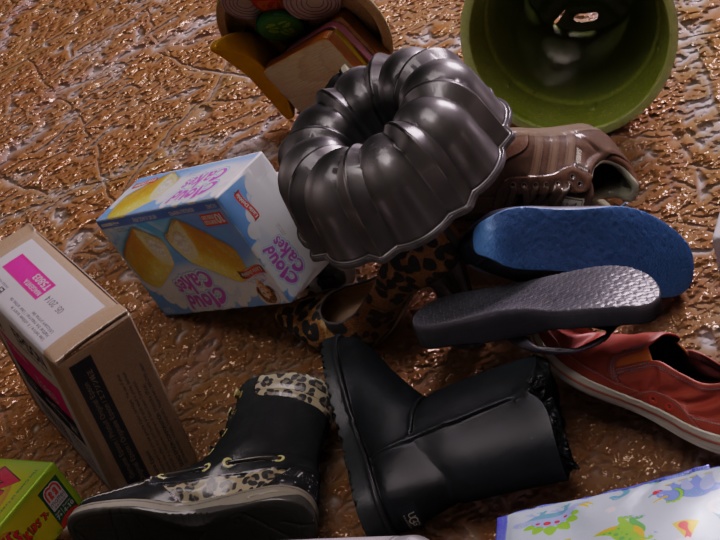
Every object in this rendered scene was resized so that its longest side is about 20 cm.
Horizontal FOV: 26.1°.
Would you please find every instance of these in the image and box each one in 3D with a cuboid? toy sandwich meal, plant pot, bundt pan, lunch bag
[{"bbox_3d":[-0.056,-0.217,1.543,0.203,0.206,0.071,-2,53,25],"label":"toy sandwich meal"},{"bbox_3d":[0.205,-0.254,1.487,0.197,0.202,0.190,-9,25,16],"label":"plant pot"},{"bbox_3d":[0.017,-0.101,1.215,0.200,0.076,0.203,-25,34,18],"label":"bundt pan"},{"bbox_3d":[0.170,0.217,0.934,0.168,0.128,0.202,-14,46,11],"label":"lunch bag"}]

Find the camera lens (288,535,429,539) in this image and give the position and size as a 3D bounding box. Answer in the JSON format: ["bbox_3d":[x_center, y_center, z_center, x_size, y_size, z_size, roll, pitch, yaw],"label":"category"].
[{"bbox_3d":[-0.031,0.248,0.964,0.197,0.161,0.161,-6,39,20],"label":"camera lens"}]

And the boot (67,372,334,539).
[{"bbox_3d":[-0.115,0.156,1.206,0.201,0.074,0.154,-8,34,18],"label":"boot"}]

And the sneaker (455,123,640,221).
[{"bbox_3d":[0.149,-0.072,1.258,0.198,0.071,0.075,-19,49,-37],"label":"sneaker"}]

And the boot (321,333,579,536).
[{"bbox_3d":[0.065,0.103,1.170,0.166,0.077,0.201,-21,41,4],"label":"boot"}]

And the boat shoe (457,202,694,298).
[{"bbox_3d":[0.169,-0.020,1.224,0.068,0.198,0.085,-19,59,63],"label":"boat shoe"}]

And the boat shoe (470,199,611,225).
[{"bbox_3d":[0.125,-0.062,1.369,0.199,0.064,0.073,17,19,24],"label":"boat shoe"}]

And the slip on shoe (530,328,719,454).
[{"bbox_3d":[0.210,0.070,1.135,0.074,0.062,0.199,-9,25,-43],"label":"slip on shoe"}]

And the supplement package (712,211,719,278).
[{"bbox_3d":[0.350,-0.046,1.182,0.116,0.118,0.201,1,42,28],"label":"supplement package"}]

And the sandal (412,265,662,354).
[{"bbox_3d":[0.134,0.035,1.149,0.198,0.043,0.076,-8,21,34],"label":"sandal"}]

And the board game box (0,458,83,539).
[{"bbox_3d":[-0.319,0.200,1.231,0.198,0.048,0.102,-4,38,44],"label":"board game box"}]

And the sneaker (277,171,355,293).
[{"bbox_3d":[-0.048,-0.046,1.427,0.080,0.076,0.200,-23,36,-17],"label":"sneaker"}]

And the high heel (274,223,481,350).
[{"bbox_3d":[0.000,0.000,1.278,0.198,0.144,0.072,0,42,27],"label":"high heel"}]

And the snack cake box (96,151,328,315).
[{"bbox_3d":[-0.130,-0.028,1.358,0.199,0.116,0.067,-7,33,51],"label":"snack cake box"}]

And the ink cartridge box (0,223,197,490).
[{"bbox_3d":[-0.232,0.076,1.281,0.075,0.166,0.200,-34,37,-18],"label":"ink cartridge box"}]

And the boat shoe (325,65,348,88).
[{"bbox_3d":[-0.006,-0.123,1.406,0.063,0.202,0.074,-33,75,-3],"label":"boat shoe"}]
